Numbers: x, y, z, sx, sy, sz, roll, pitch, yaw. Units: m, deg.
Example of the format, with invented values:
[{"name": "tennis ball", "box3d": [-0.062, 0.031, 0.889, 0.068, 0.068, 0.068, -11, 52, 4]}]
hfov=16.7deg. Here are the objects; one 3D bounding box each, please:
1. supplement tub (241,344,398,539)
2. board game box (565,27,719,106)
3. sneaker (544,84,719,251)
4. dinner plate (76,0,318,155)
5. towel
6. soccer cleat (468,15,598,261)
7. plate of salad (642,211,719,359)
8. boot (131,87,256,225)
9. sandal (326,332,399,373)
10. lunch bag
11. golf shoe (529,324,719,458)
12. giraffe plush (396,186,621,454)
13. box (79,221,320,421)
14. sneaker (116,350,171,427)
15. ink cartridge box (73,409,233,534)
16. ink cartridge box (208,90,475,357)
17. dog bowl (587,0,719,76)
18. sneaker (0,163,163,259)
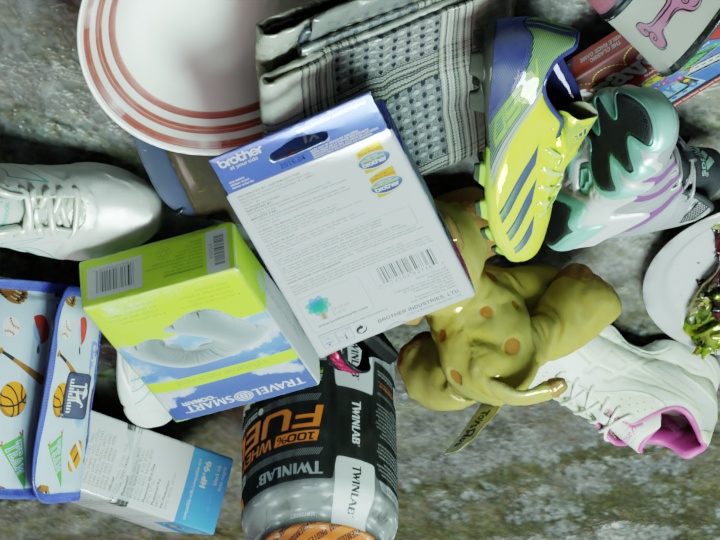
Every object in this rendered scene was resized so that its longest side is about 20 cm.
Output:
[{"name": "supplement tub", "box3d": [-0.032, 0.150, 1.906, 0.122, 0.200, 0.123, -1, 142, -1]}, {"name": "board game box", "box3d": [0.196, -0.138, 1.665, 0.200, 0.019, 0.103, -32, 148, 33]}, {"name": "sneaker", "box3d": [0.215, -0.079, 1.698, 0.140, 0.078, 0.200, -7, 165, -19]}, {"name": "dinner plate", "box3d": [-0.088, -0.165, 1.601, 0.200, 0.024, 0.200, -10, 126, -14]}, {"name": "towel", "box3d": [0.021, -0.120, 1.637, 0.192, 0.035, 0.200, -20, 144, -13]}, {"name": "soccer cleat", "box3d": [0.118, -0.082, 1.643, 0.084, 0.065, 0.200, 0, 131, 8]}, {"name": "plate of salad", "box3d": [0.316, 0.016, 1.866, 0.200, 0.048, 0.200, 0, 142, 0]}, {"name": "boot", "box3d": [-0.089, -0.063, 1.745, 0.097, 0.075, 0.200, -5, 134, 22]}, {"name": "sandal", "box3d": [-0.013, 0.049, 1.813, 0.045, 0.075, 0.200, -39, 179, -4]}, {"name": "lunch bag", "box3d": [-0.280, 0.085, 1.815, 0.200, 0.170, 0.124, 9, 177, -42]}, {"name": "golf shoe", "box3d": [0.194, 0.092, 1.928, 0.200, 0.092, 0.075, 11, 142, -13]}, {"name": "giraffe plush", "box3d": [0.071, 0.012, 1.787, 0.172, 0.200, 0.162, -21, 109, 31]}, {"name": "box", "box3d": [-0.112, 0.045, 1.793, 0.122, 0.048, 0.200, -15, 146, 13]}, {"name": "sneaker", "box3d": [-0.152, 0.055, 1.888, 0.080, 0.071, 0.200, -5, 142, 0]}, {"name": "ink cartridge box", "box3d": [-0.219, 0.153, 1.978, 0.200, 0.068, 0.116, 22, 166, -28]}, {"name": "ink cartridge box", "box3d": [-0.013, -0.036, 1.630, 0.119, 0.042, 0.200, -22, 134, 8]}, {"name": "dog bowl", "box3d": [0.201, -0.219, 1.450, 0.074, 0.200, 0.200, 30, 137, -5]}, {"name": "sneaker", "box3d": [-0.237, -0.041, 1.726, 0.200, 0.080, 0.071, 4, 99, -11]}]
